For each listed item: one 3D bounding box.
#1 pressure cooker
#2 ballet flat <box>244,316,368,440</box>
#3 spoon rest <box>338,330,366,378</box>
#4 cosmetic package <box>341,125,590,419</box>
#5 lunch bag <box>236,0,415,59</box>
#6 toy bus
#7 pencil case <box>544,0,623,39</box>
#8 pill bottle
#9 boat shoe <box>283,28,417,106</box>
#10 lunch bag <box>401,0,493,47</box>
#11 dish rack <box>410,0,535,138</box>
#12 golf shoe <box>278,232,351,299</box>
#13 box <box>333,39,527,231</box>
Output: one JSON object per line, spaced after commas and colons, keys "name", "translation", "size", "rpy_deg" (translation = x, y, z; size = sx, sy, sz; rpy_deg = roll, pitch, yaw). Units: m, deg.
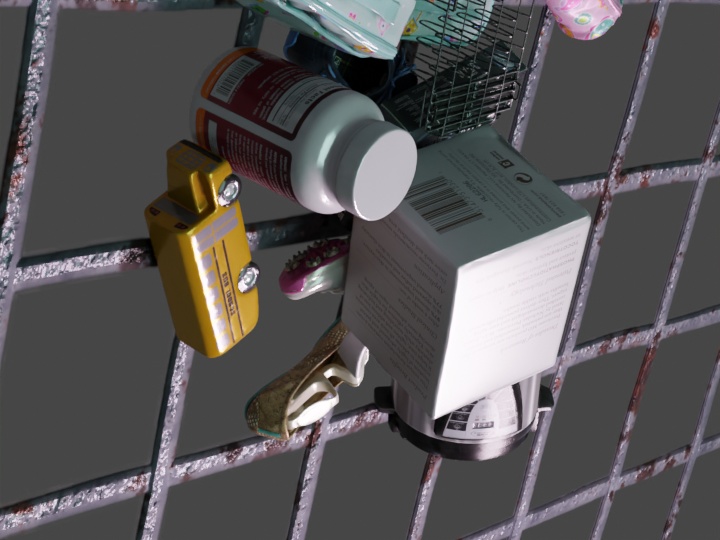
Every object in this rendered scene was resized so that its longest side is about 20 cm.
{"name": "pressure cooker", "translation": [0.122, 0.118, 1.976], "size": [0.178, 0.175, 0.202], "rpy_deg": [-31, 136, -43]}
{"name": "ballet flat", "translation": [-0.037, 0.115, 1.860], "size": [0.200, 0.065, 0.071], "rpy_deg": [-43, 144, -27]}
{"name": "spoon rest", "translation": [0.073, 0.049, 1.843], "size": [0.199, 0.100, 0.061], "rpy_deg": [-22, 142, -20]}
{"name": "cosmetic package", "translation": [0.098, 0.000, 1.714], "size": [0.165, 0.167, 0.201], "rpy_deg": [-21, 139, -29]}
{"name": "lunch bag", "translation": [-0.051, -0.250, 1.512], "size": [0.199, 0.160, 0.078], "rpy_deg": [20, 96, -57]}
{"name": "toy bus", "translation": [-0.148, -0.020, 1.624], "size": [0.078, 0.065, 0.201], "rpy_deg": [-39, 140, -29]}
{"name": "pencil case", "translation": [0.227, -0.336, 1.893], "size": [0.088, 0.087, 0.200], "rpy_deg": [-54, 146, -13]}
{"name": "pill bottle", "translation": [-0.051, -0.119, 1.564], "size": [0.113, 0.199, 0.114], "rpy_deg": [-31, 135, -37]}
{"name": "boat shoe", "translation": [0.001, -0.188, 1.704], "size": [0.199, 0.068, 0.085], "rpy_deg": [5, 108, -55]}
{"name": "lunch bag", "translation": [0.066, -0.298, 1.697], "size": [0.199, 0.077, 0.162], "rpy_deg": [-1, 112, -51]}
{"name": "dish rack", "translation": [0.108, -0.229, 1.670], "size": [0.153, 0.054, 0.202], "rpy_deg": [-18, 128, -43]}
{"name": "golf shoe", "translation": [0.000, 0.000, 1.805], "size": [0.199, 0.075, 0.092], "rpy_deg": [-28, 108, -39]}
{"name": "box", "translation": [0.067, -0.138, 1.787], "size": [0.199, 0.044, 0.161], "rpy_deg": [-31, 162, -41]}
